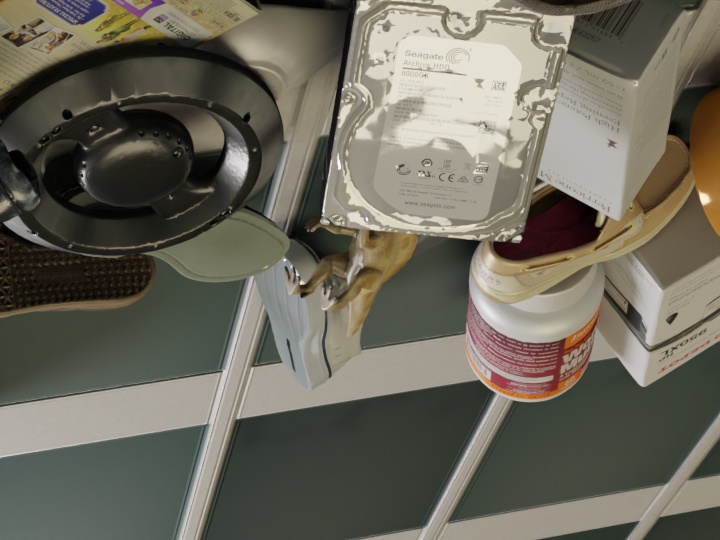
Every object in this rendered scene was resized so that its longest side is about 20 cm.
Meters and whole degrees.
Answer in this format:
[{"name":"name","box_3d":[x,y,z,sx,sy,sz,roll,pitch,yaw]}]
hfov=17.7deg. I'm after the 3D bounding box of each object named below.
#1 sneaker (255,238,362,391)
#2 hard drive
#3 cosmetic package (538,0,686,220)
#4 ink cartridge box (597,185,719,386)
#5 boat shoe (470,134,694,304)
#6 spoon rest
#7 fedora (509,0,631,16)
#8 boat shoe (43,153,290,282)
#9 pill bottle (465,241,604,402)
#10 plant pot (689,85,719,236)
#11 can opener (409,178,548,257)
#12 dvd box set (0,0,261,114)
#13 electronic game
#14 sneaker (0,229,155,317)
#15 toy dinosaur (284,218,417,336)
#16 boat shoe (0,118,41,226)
[{"name":"sneaker","box_3d":[-0.035,0.022,1.836,0.071,0.073,0.200,-37,159,-16]},{"name":"hard drive","box_3d":[0.053,-0.106,1.473,0.139,0.038,0.201,6,131,-6]},{"name":"cosmetic package","box_3d":[0.156,-0.123,1.566,0.074,0.101,0.200,-55,162,-21]},{"name":"ink cartridge box","box_3d":[0.271,-0.007,1.874,0.144,0.084,0.200,-30,158,-11]},{"name":"boat shoe","box_3d":[0.174,-0.045,1.743,0.200,0.074,0.069,-34,163,-13]},{"name":"spoon rest","box_3d":[-0.030,-0.139,1.512,0.199,0.061,0.099,5,150,-11]},{"name":"fedora","box_3d":[0.139,-0.241,1.337,0.176,0.091,0.200,-8,147,-19]},{"name":"boat shoe","box_3d":[-0.135,-0.042,1.635,0.199,0.060,0.076,16,127,-45]},{"name":"pill bottle","box_3d":[0.141,0.022,1.867,0.109,0.110,0.200,-13,156,-5]},{"name":"plant pot","box_3d":[0.348,-0.090,1.681,0.183,0.201,0.200,-13,160,35]},{"name":"can opener","box_3d":[0.112,-0.068,1.731,0.200,0.054,0.067,-29,151,30]},{"name":"dvd box set","box_3d":[-0.180,-0.150,1.415,0.199,0.030,0.146,-26,154,21]},{"name":"electronic game","box_3d":[-0.147,-0.075,1.498,0.199,0.042,0.200,-11,145,-8]},{"name":"sneaker","box_3d":[-0.250,0.004,1.656,0.199,0.071,0.075,5,171,-20]},{"name":"toy dinosaur","box_3d":[0.000,0.000,1.713,0.101,0.058,0.201,-18,139,-36]},{"name":"boat shoe","box_3d":[-0.250,-0.064,1.403,0.091,0.200,0.071,-34,125,-1]}]
